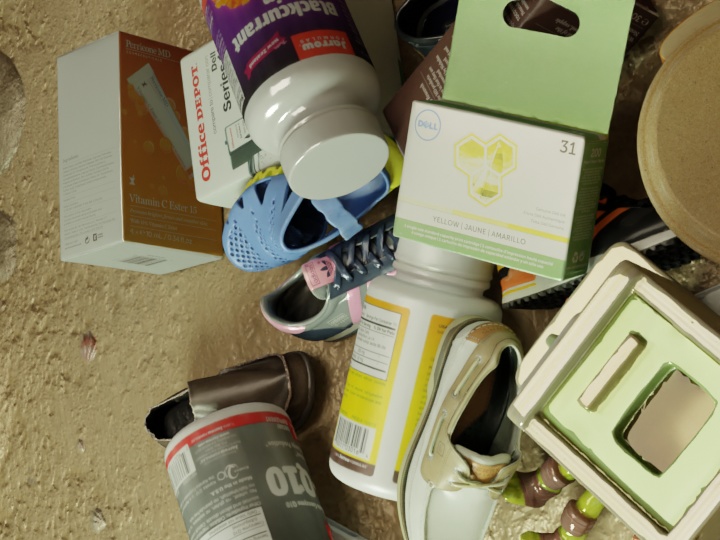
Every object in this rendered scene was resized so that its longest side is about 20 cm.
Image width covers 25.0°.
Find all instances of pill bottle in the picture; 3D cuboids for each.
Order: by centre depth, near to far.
[{"bbox_3d":[0.047,0.074,1.271,0.109,0.109,0.201,17,96,44],"label":"pill bottle"},{"bbox_3d":[-0.049,-0.159,1.281,0.111,0.111,0.201,-42,56,32],"label":"pill bottle"},{"bbox_3d":[-0.082,0.221,1.342,0.114,0.114,0.201,-41,58,32],"label":"pill bottle"}]

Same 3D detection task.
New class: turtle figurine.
[{"bbox_3d":[0.171,0.133,1.175,0.161,0.064,0.201,-46,62,38],"label":"turtle figurine"}]

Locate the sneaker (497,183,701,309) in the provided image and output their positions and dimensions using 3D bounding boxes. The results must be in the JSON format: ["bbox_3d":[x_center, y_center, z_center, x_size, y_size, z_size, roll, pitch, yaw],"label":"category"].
[{"bbox_3d":[0.175,-0.036,1.190,0.200,0.070,0.090,-24,71,42],"label":"sneaker"}]

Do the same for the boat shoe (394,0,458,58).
[{"bbox_3d":[0.108,-0.225,1.291,0.200,0.062,0.075,-25,65,38],"label":"boat shoe"}]

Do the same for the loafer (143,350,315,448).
[{"bbox_3d":[-0.120,0.125,1.451,0.200,0.071,0.073,-29,65,38],"label":"loafer"}]

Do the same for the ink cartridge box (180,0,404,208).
[{"bbox_3d":[-0.061,-0.151,1.427,0.200,0.083,0.147,-24,67,40],"label":"ink cartridge box"}]

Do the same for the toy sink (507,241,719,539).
[{"bbox_3d":[0.182,0.077,1.048,0.200,0.112,0.131,44,103,30],"label":"toy sink"}]

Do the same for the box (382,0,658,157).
[{"bbox_3d":[0.119,-0.157,1.236,0.200,0.100,0.075,-49,40,28],"label":"box"}]

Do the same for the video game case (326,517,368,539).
[{"bbox_3d":[-0.058,0.307,1.398,0.182,0.023,0.201,21,98,44],"label":"video game case"}]

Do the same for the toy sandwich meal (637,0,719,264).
[{"bbox_3d":[0.276,-0.090,1.088,0.204,0.070,0.206,-3,78,16],"label":"toy sandwich meal"}]

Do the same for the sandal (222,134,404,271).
[{"bbox_3d":[-0.051,-0.046,1.351,0.200,0.079,0.087,-32,22,43],"label":"sandal"}]

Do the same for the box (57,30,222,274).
[{"bbox_3d":[-0.208,-0.107,1.536,0.097,0.124,0.201,-13,75,42],"label":"box"}]

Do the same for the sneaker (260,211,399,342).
[{"bbox_3d":[0.000,0.000,1.346,0.200,0.082,0.070,-40,59,32],"label":"sneaker"}]

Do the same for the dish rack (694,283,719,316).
[{"bbox_3d":[0.278,0.092,1.092,0.171,0.043,0.201,-27,65,39],"label":"dish rack"}]

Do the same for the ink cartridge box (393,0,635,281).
[{"bbox_3d":[0.107,-0.107,1.153,0.145,0.048,0.201,16,106,32],"label":"ink cartridge box"}]

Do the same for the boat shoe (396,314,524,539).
[{"bbox_3d":[0.077,0.136,1.196,0.068,0.074,0.201,-157,73,-67],"label":"boat shoe"}]
